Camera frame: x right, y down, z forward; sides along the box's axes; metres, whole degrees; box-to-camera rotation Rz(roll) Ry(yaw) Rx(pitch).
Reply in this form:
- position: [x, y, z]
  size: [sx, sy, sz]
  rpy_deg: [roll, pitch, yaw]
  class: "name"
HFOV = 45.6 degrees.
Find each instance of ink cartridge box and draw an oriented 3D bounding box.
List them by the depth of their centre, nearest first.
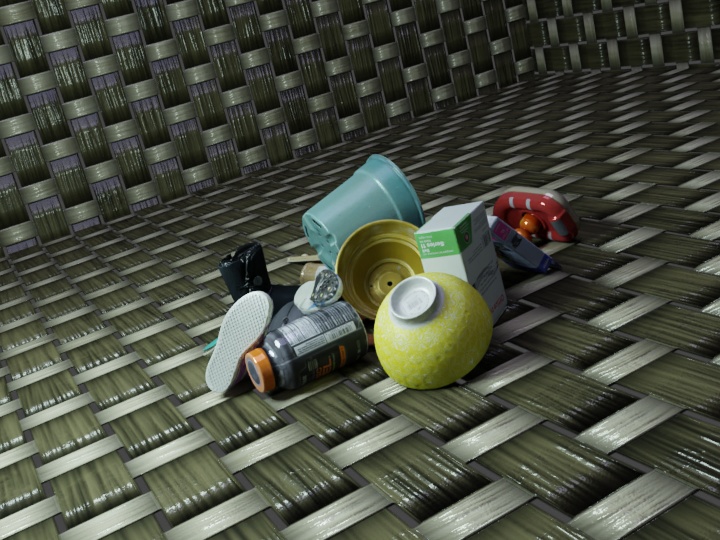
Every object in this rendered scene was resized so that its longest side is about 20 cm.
- position: [0.179, 0.000, 1.491]
  size: [0.082, 0.203, 0.146]
  rpy_deg: [-7, 17, 31]
  class: "ink cartridge box"
- position: [0.288, -0.047, 1.665]
  size: [0.119, 0.199, 0.042]
  rpy_deg: [18, 80, 61]
  class: "ink cartridge box"

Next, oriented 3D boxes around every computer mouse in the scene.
- position: [-0.129, 0.100, 1.674]
  size: [0.136, 0.053, 0.200]
  rpy_deg: [-9, 18, 19]
  class: "computer mouse"

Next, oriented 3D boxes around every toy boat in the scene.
- position: [0.356, -0.094, 1.815]
  size: [0.131, 0.131, 0.199]
  rpy_deg: [-52, 30, -15]
  class: "toy boat"

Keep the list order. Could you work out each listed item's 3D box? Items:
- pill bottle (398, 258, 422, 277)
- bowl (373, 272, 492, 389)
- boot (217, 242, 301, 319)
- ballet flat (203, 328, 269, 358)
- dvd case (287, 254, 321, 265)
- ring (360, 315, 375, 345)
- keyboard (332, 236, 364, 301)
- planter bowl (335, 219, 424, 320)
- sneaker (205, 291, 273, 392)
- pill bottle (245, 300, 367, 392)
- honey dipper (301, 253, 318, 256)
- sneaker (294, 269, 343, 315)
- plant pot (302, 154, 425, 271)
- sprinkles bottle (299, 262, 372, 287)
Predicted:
- position: [0.155, -0.007, 1.676]
  size: [0.198, 0.112, 0.110]
  rpy_deg: [1, 23, 40]
  class: "pill bottle"
- position: [0.098, 0.072, 1.342]
  size: [0.197, 0.108, 0.202]
  rpy_deg: [-16, 47, 18]
  class: "bowl"
- position: [-0.189, 0.020, 1.776]
  size: [0.198, 0.171, 0.076]
  rpy_deg: [-24, 20, -31]
  class: "boot"
- position: [-0.236, 0.138, 1.613]
  size: [0.067, 0.063, 0.200]
  rpy_deg: [-38, 1, -42]
  class: "ballet flat"
- position: [-0.043, -0.020, 1.927]
  size: [0.198, 0.016, 0.148]
  rpy_deg: [-4, -9, 33]
  class: "dvd case"
- position: [0.060, 0.097, 1.591]
  size: [0.197, 0.019, 0.201]
  rpy_deg: [-13, 18, 4]
  class: "ring"
- position: [0.000, 0.000, 1.673]
  size: [0.201, 0.104, 0.040]
  rpy_deg: [-52, 40, 9]
  class: "keyboard"
- position: [0.054, 0.013, 1.611]
  size: [0.197, 0.203, 0.084]
  rpy_deg: [-15, -22, -1]
  class: "planter bowl"
- position: [-0.193, 0.113, 1.493]
  size: [0.072, 0.202, 0.114]
  rpy_deg: [39, 23, 16]
  class: "sneaker"
- position: [-0.094, 0.135, 1.451]
  size: [0.198, 0.108, 0.106]
  rpy_deg: [-23, 19, -24]
  class: "pill bottle"
- position: [-0.055, -0.038, 1.996]
  size: [0.197, 0.039, 0.038]
  rpy_deg: [-4, 20, 29]
  class: "honey dipper"
- position: [-0.065, 0.047, 1.571]
  size: [0.073, 0.072, 0.200]
  rpy_deg: [-64, 14, -15]
  class: "sneaker"
- position: [-0.001, -0.101, 1.751]
  size: [0.195, 0.202, 0.200]
  rpy_deg: [-34, 23, -20]
  class: "plant pot"
- position: [-0.041, 0.019, 1.828]
  size: [0.198, 0.069, 0.068]
  rpy_deg: [2, 24, 44]
  class: "sprinkles bottle"
